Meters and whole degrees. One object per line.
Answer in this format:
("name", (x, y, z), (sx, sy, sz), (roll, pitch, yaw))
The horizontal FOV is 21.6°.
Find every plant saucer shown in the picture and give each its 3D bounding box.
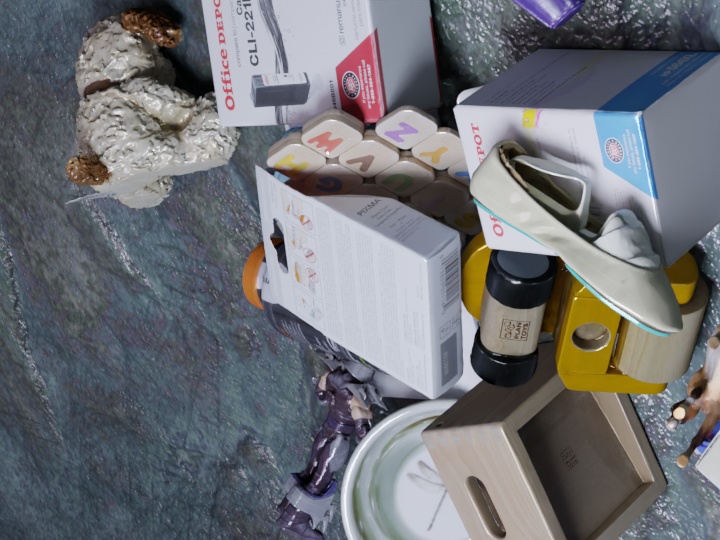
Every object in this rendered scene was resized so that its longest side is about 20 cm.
("plant saucer", (0.081, 0.216, 1.803), (0.199, 0.050, 0.201), (0, 99, 1))

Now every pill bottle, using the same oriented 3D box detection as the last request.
("pill bottle", (-0.020, 0.025, 1.768), (0.199, 0.106, 0.107), (18, 128, 41))

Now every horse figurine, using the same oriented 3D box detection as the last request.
("horse figurine", (0.291, 0.066, 1.499), (0.050, 0.132, 0.201), (28, 117, 14))

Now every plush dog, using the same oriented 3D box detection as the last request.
("plush dog", (-0.231, -0.166, 1.846), (0.200, 0.160, 0.173), (-26, 71, 49))

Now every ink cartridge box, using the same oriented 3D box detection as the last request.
("ink cartridge box", (-0.038, -0.202, 1.628), (0.199, 0.084, 0.145), (2, 105, 43))
("ink cartridge box", (0.178, -0.094, 1.481), (0.199, 0.125, 0.129), (8, 123, 41))
("ink cartridge box", (0.000, 0.000, 1.610), (0.200, 0.047, 0.161), (30, 142, 33))

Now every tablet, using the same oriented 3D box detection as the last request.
("tablet", (0.044, 0.068, 1.819), (0.199, 0.014, 0.131), (0, 116, 45))

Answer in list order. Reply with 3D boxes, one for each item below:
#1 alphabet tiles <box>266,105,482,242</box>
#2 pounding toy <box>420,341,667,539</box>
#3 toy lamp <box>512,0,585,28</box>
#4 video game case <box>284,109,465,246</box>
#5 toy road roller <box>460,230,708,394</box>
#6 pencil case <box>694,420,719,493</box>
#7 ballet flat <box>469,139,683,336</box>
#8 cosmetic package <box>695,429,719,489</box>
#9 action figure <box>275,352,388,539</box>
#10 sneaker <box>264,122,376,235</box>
("alphabet tiles", (0.023, -0.073, 1.615), (0.199, 0.015, 0.195), (27, 144, -30))
("pounding toy", (0.150, 0.194, 1.667), (0.142, 0.184, 0.201), (-11, 109, 48))
("toy lamp", (0.102, -0.277, 1.483), (0.200, 0.058, 0.058), (51, 141, 3))
("video game case", (0.002, -0.118, 1.721), (0.182, 0.023, 0.201), (10, 123, 41))
("toy road roller", (0.182, 0.010, 1.581), (0.199, 0.146, 0.123), (6, 131, -2))
("pencil case", (0.340, 0.201, 1.564), (0.087, 0.078, 0.201), (-15, 106, 31))
("ballet flat", (0.166, -0.030, 1.396), (0.200, 0.069, 0.070), (37, 138, 21))
("cosmetic package", (0.348, 0.107, 1.395), (0.103, 0.200, 0.073), (42, 139, 16))
("action figure", (-0.023, 0.163, 1.860), (0.201, 0.069, 0.130), (-66, 24, 14))
("sneaker", (-0.037, -0.098, 1.701), (0.082, 0.074, 0.200), (53, 139, -1))
